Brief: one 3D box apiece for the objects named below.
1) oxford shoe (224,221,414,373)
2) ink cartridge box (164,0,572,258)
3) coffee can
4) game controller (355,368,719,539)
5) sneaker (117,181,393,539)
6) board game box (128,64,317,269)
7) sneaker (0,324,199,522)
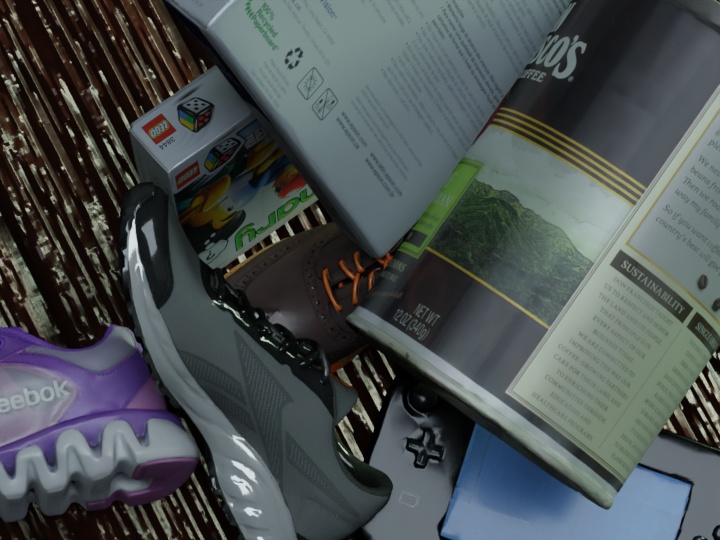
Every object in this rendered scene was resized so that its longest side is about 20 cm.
[{"bbox_3d":[0.000,0.000,1.132,0.199,0.073,0.071,-24,79,-12],"label":"oxford shoe"},{"bbox_3d":[0.030,-0.130,1.042,0.200,0.200,0.041,-45,53,-6],"label":"ink cartridge box"},{"bbox_3d":[0.108,-0.016,1.046,0.146,0.146,0.200,35,87,4],"label":"coffee can"},{"bbox_3d":[0.098,0.115,1.127,0.199,0.042,0.105,19,73,0],"label":"game controller"},{"bbox_3d":[-0.052,0.043,1.078,0.079,0.074,0.201,-26,111,5],"label":"sneaker"},{"bbox_3d":[-0.017,-0.084,1.126,0.200,0.126,0.035,-36,69,-14],"label":"board game box"},{"bbox_3d":[-0.179,0.072,1.094,0.199,0.081,0.089,-8,70,-15],"label":"sneaker"}]
